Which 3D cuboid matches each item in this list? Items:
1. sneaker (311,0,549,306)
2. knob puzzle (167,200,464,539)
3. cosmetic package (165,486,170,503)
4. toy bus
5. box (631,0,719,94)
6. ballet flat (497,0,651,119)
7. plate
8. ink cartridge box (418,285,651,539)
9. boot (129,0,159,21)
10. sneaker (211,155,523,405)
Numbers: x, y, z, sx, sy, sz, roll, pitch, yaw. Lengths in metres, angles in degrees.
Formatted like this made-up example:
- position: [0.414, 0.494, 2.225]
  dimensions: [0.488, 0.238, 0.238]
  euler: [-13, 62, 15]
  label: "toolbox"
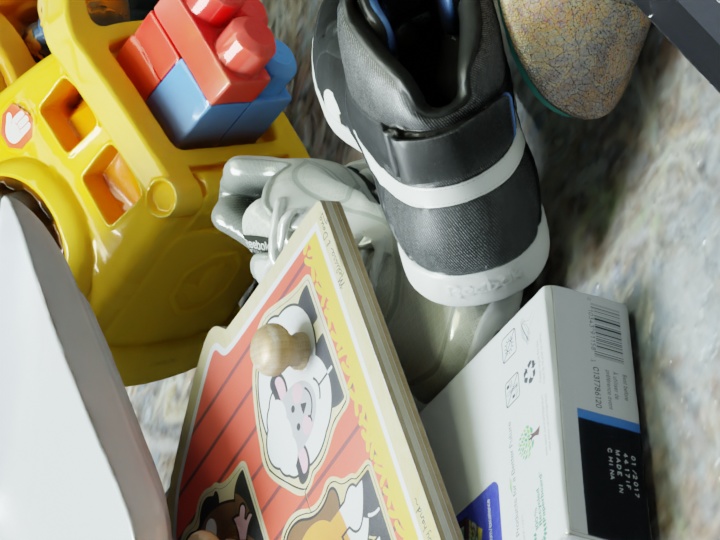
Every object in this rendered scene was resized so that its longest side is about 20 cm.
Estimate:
- position: [0.021, -0.087, 0.995]
  dimensions: [0.200, 0.073, 0.112]
  euler: [-114, 8, -53]
  label: "sneaker"
- position: [-0.038, 0.103, 1.002]
  dimensions: [0.219, 0.030, 0.221]
  euler: [-11, 77, 59]
  label: "knob puzzle"
- position: [-0.058, 0.179, 1.112]
  dimensions: [0.083, 0.050, 0.201]
  euler: [-52, 33, 41]
  label: "cosmetic package"
- position: [-0.109, -0.078, 1.207]
  dimensions: [0.200, 0.135, 0.192]
  euler: [55, 129, 21]
  label: "toy bus"
- position: [0.130, -0.144, 0.720]
  dimensions: [0.200, 0.050, 0.199]
  euler: [48, 137, 7]
  label: "box"
- position: [0.085, -0.152, 0.958]
  dimensions: [0.067, 0.068, 0.201]
  euler: [-33, 49, 48]
  label: "ballet flat"
- position: [-0.118, 0.103, 1.115]
  dimensions: [0.201, 0.032, 0.200]
  euler: [103, 152, -42]
  label: "plate"
- position: [0.034, 0.099, 0.963]
  dimensions: [0.200, 0.039, 0.100]
  euler: [-47, 37, 47]
  label: "ink cartridge box"
- position: [-0.121, -0.194, 1.429]
  dimensions: [0.200, 0.076, 0.169]
  euler: [-172, 91, -73]
  label: "boot"
- position: [0.000, 0.000, 1.045]
  dimensions: [0.200, 0.081, 0.076]
  euler: [36, 108, 64]
  label: "sneaker"
